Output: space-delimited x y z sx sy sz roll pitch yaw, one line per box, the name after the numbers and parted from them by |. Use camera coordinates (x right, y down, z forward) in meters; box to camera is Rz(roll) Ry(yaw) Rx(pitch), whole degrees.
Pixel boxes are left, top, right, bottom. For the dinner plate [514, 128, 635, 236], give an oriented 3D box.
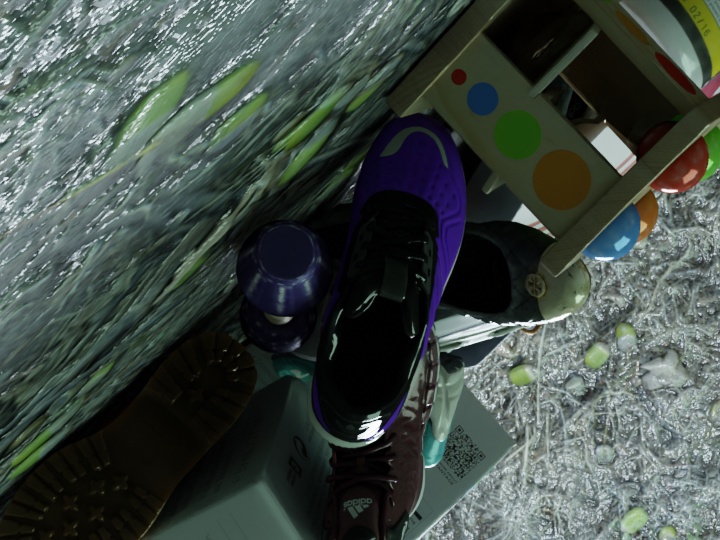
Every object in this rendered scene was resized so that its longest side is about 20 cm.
0.167 -0.075 1.423 0.200 0.024 0.200 -31 165 -9 | dinner plate

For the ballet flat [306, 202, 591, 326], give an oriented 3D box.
0.050 0.000 1.137 0.057 0.199 0.067 -16 111 -52 | ballet flat

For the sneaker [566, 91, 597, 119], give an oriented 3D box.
0.126 -0.095 1.473 0.200 0.070 0.093 -45 166 -8 | sneaker

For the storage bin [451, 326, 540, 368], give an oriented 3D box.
0.131 -0.026 1.669 0.200 0.145 0.134 -48 -178 38 | storage bin

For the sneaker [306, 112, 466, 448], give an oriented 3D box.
0.020 0.003 1.057 0.100 0.069 0.201 101 2 -83 | sneaker

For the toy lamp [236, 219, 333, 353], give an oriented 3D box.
-0.046 0.009 1.106 0.058 0.058 0.200 -42 175 -9 | toy lamp

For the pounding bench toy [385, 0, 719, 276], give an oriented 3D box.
0.138 -0.097 1.096 0.124 0.156 0.200 -46 173 21 | pounding bench toy

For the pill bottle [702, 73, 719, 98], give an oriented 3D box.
0.245 -0.191 1.360 0.110 0.110 0.200 -43 173 -6 | pill bottle

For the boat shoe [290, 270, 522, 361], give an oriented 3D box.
0.043 0.024 1.213 0.199 0.072 0.066 -18 148 16 | boat shoe

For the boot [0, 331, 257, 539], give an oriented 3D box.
-0.149 0.128 1.185 0.200 0.075 0.107 -42 179 -17 | boot

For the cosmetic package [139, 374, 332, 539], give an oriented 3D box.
-0.094 0.209 1.243 0.199 0.167 0.167 -29 -165 15 | cosmetic package

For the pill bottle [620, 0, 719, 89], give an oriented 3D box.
0.237 -0.209 1.191 0.200 0.111 0.111 -42 174 -11 | pill bottle

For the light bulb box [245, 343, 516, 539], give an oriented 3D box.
-0.024 0.139 1.439 0.200 0.198 0.125 -37 173 -36 | light bulb box

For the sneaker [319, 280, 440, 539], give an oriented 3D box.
0.009 0.108 1.143 0.116 0.075 0.201 -75 162 -55 | sneaker

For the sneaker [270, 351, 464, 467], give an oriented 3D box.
-0.004 0.086 1.293 0.077 0.080 0.200 1 -173 -32 | sneaker

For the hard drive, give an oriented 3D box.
0.096 -0.073 1.279 0.200 0.042 0.135 118 -6 -54 | hard drive
